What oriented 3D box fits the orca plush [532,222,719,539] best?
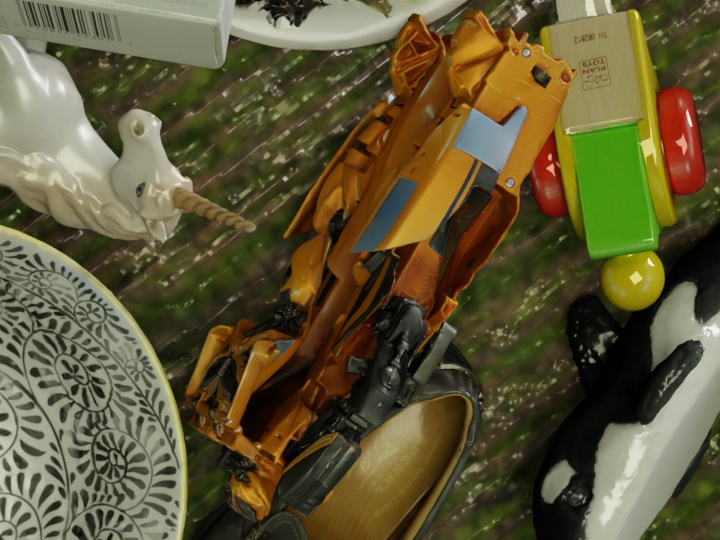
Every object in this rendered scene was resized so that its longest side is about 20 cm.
[{"bbox_3d":[0.113,0.021,1.154,0.071,0.105,0.201,29,94,19],"label":"orca plush"}]

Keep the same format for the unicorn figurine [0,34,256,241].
[{"bbox_3d":[-0.147,-0.063,1.103,0.199,0.074,0.138,-14,100,8],"label":"unicorn figurine"}]

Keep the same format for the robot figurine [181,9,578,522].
[{"bbox_3d":[0.000,0.000,1.095,0.058,0.145,0.201,34,83,-15],"label":"robot figurine"}]

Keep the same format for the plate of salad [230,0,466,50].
[{"bbox_3d":[-0.014,-0.184,1.118,0.199,0.048,0.201,-1,97,-11],"label":"plate of salad"}]

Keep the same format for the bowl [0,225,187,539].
[{"bbox_3d":[-0.171,0.076,1.089,0.200,0.094,0.202,-1,95,-18],"label":"bowl"}]

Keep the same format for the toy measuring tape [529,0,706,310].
[{"bbox_3d":[0.093,-0.083,1.137,0.073,0.074,0.201,-7,83,-9],"label":"toy measuring tape"}]

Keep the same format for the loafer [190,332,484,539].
[{"bbox_3d":[-0.021,0.111,1.137,0.073,0.072,0.201,31,91,-13],"label":"loafer"}]

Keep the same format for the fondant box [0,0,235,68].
[{"bbox_3d":[-0.103,-0.184,1.055,0.143,0.058,0.201,9,76,1],"label":"fondant box"}]
